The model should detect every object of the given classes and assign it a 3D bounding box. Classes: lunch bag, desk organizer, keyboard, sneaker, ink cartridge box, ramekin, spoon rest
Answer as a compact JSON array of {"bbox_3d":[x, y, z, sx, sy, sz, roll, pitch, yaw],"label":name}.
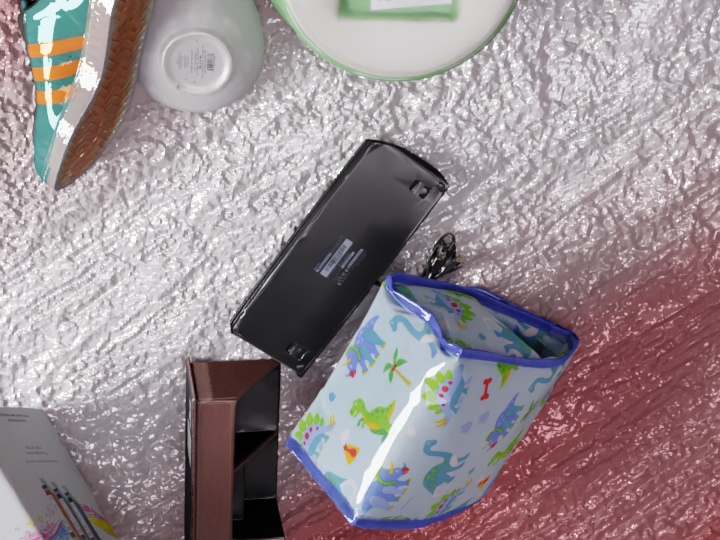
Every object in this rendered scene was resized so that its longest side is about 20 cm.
[{"bbox_3d":[0.068,0.105,1.312,0.199,0.127,0.170,11,117,-45],"label":"lunch bag"},{"bbox_3d":[-0.101,0.174,1.348,0.077,0.072,0.201,-1,114,-10],"label":"desk organizer"},{"bbox_3d":[0.000,0.000,1.313,0.127,0.021,0.200,33,106,-19],"label":"keyboard"},{"bbox_3d":[-0.205,-0.154,1.196,0.080,0.071,0.201,33,123,15],"label":"sneaker"},{"bbox_3d":[-0.272,0.223,1.258,0.145,0.145,0.200,-34,77,7],"label":"ink cartridge box"},{"bbox_3d":[0.023,-0.229,1.170,0.199,0.098,0.201,-3,114,-6],"label":"ramekin"},{"bbox_3d":[-0.112,-0.201,1.196,0.099,0.061,0.201,4,126,-8],"label":"spoon rest"}]
